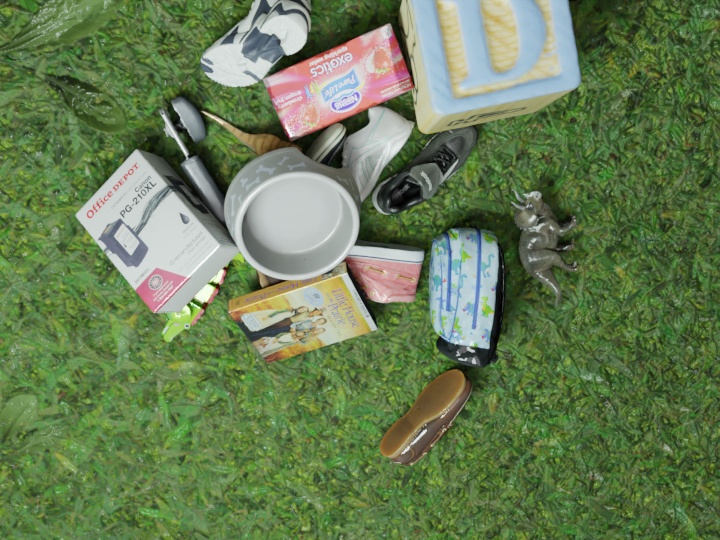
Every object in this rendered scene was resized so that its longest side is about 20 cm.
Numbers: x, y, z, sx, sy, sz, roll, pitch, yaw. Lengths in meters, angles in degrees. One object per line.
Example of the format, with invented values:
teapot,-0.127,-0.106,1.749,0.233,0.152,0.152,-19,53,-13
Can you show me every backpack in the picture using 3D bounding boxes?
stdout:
backpack,0.168,0.032,1.099,0.154,0.163,0.200,19,98,7

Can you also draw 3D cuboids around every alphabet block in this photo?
alphabet block,0.166,-0.308,0.959,0.196,0.200,0.196,-10,95,0

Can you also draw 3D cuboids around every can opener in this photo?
can opener,-0.240,-0.167,1.067,0.067,0.053,0.200,-31,108,-4

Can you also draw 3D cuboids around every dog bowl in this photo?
dog bowl,-0.092,-0.073,0.993,0.200,0.059,0.200,-6,124,-9

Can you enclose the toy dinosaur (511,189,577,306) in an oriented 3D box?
toy dinosaur,0.297,-0.043,1.134,0.102,0.077,0.200,-3,111,10

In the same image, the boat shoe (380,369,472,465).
boat shoe,0.122,0.255,1.198,0.070,0.070,0.200,35,106,-30

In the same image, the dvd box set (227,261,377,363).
dvd box set,-0.089,0.072,1.112,0.200,0.029,0.146,-18,134,10

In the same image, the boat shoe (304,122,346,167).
boat shoe,-0.068,-0.137,1.061,0.062,0.075,0.200,26,122,-15

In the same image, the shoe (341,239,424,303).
shoe,0.000,0.000,1.119,0.200,0.071,0.091,6,102,-8

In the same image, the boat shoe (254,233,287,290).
boat shoe,-0.143,-0.032,1.092,0.070,0.070,0.200,-23,128,-6

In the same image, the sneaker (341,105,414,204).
sneaker,-0.001,-0.163,1.080,0.080,0.070,0.200,33,94,-6

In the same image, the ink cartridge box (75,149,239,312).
ink cartridge box,-0.302,-0.058,1.041,0.145,0.084,0.200,-44,79,8

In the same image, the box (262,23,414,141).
box,-0.032,-0.276,1.026,0.200,0.095,0.100,-22,107,3

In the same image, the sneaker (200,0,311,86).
sneaker,-0.143,-0.353,1.014,0.199,0.130,0.079,-21,132,42

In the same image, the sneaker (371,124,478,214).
sneaker,0.105,-0.150,1.072,0.200,0.091,0.066,-39,105,8

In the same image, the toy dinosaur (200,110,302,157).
toy dinosaur,-0.145,-0.185,1.057,0.060,0.200,0.106,-41,138,-33

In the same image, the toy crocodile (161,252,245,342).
toy crocodile,-0.254,0.032,1.115,0.062,0.068,0.200,33,101,-11
